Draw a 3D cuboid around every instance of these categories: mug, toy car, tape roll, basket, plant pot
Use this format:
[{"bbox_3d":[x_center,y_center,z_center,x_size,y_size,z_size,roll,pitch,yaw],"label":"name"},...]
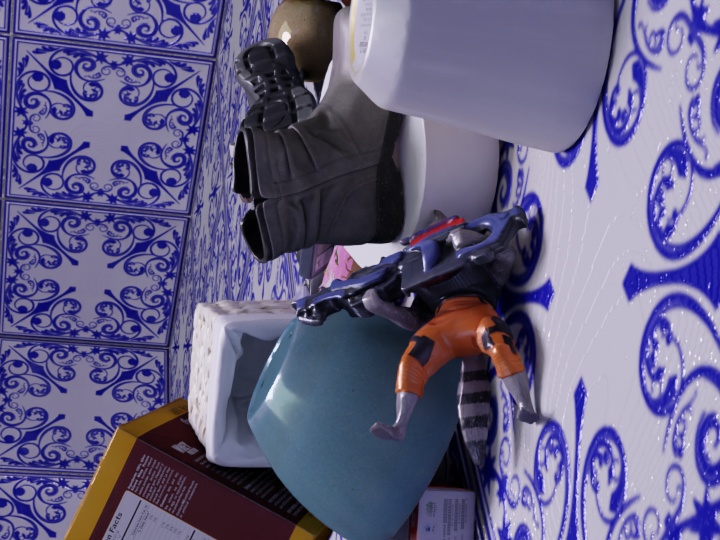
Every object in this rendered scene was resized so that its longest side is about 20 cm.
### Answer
[{"bbox_3d":[0.069,-0.151,0.927,0.187,0.153,0.150,111,159,-52],"label":"mug"},{"bbox_3d":[-0.030,-0.245,1.355,0.164,0.157,0.201,-51,-33,-76],"label":"toy car"},{"bbox_3d":[0.035,-0.102,1.129,0.202,0.071,0.203,20,112,60],"label":"tape roll"},{"bbox_3d":[-0.056,0.097,1.237,0.123,0.199,0.136,-154,67,-64],"label":"basket"},{"bbox_3d":[-0.013,0.108,1.095,0.200,0.134,0.200,-60,10,19],"label":"plant pot"}]

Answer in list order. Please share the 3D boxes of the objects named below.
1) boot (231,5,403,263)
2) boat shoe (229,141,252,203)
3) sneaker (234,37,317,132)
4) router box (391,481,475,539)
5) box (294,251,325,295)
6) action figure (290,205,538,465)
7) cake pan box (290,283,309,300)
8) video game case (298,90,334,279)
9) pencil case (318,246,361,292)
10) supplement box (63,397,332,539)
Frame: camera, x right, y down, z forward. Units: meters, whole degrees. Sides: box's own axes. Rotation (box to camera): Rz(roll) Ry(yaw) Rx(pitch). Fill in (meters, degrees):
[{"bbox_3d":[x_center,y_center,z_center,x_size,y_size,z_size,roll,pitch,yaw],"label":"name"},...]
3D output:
[{"bbox_3d":[-0.036,-0.109,1.047,0.068,0.130,0.201,4,98,63],"label":"boot"},{"bbox_3d":[-0.058,-0.111,1.384,0.072,0.200,0.060,3,102,35],"label":"boat shoe"},{"bbox_3d":[-0.069,-0.139,1.253,0.200,0.075,0.079,-100,-11,-49],"label":"sneaker"},{"bbox_3d":[0.042,0.277,1.117,0.179,0.049,0.201,156,119,-76],"label":"router box"},{"bbox_3d":[-0.050,-0.079,1.636,0.200,0.048,0.159,-115,26,-65],"label":"box"},{"bbox_3d":[0.051,0.043,1.005,0.105,0.199,0.194,45,-142,-42],"label":"action figure"},{"bbox_3d":[-0.074,0.132,1.694,0.200,0.052,0.185,129,146,-68],"label":"cake pan box"},{"bbox_3d":[-0.012,-0.105,1.379,0.143,0.019,0.201,-37,-40,-54],"label":"video game case"},{"bbox_3d":[0.000,0.000,1.344,0.087,0.083,0.200,-44,-21,-42],"label":"pencil case"},{"bbox_3d":[-0.137,0.233,1.244,0.133,0.200,0.197,-63,-7,6],"label":"supplement box"}]
